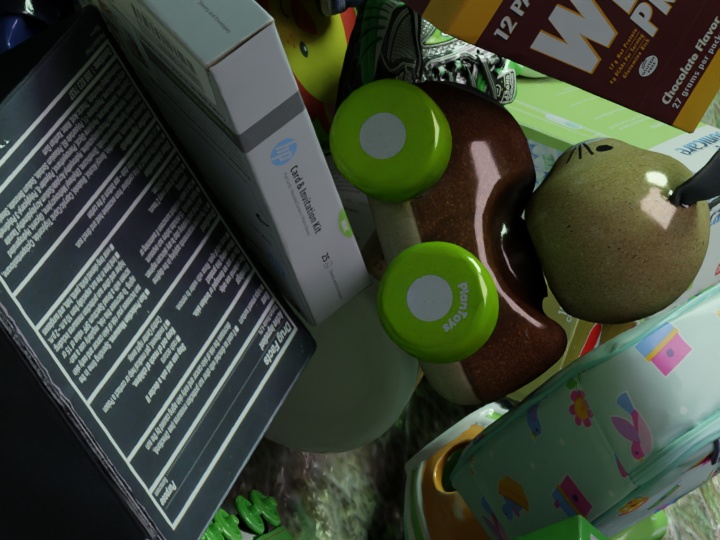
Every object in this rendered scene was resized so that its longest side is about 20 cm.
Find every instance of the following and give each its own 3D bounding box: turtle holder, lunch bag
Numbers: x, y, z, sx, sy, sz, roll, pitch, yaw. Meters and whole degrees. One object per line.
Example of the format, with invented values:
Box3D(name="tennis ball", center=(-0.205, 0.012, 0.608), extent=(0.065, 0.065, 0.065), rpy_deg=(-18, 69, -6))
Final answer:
Box3D(name="turtle holder", center=(0.099, 0.138, 1.594), extent=(0.132, 0.141, 0.185), rpy_deg=(54, 36, 10))
Box3D(name="lunch bag", center=(0.150, 0.071, 1.434), extent=(0.160, 0.200, 0.077), rpy_deg=(-22, 78, -35))

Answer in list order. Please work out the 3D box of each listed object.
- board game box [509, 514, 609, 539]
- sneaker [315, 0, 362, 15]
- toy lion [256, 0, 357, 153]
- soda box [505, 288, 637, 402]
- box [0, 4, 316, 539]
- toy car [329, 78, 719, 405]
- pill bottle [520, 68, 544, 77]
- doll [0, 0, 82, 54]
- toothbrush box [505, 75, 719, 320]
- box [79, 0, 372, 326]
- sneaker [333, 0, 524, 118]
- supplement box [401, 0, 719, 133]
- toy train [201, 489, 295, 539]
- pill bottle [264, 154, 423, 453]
Box3D(name="board game box", center=(0.068, 0.201, 1.436), extent=(0.153, 0.200, 0.040), rpy_deg=(40, 39, -37))
Box3D(name="sneaker", center=(0.016, -0.199, 1.581), extent=(0.200, 0.089, 0.079), rpy_deg=(110, -28, -69))
Box3D(name="toy lion", center=(-0.053, -0.127, 1.620), extent=(0.192, 0.068, 0.201), rpy_deg=(48, 34, -42))
Box3D(name="soda box", center=(0.106, 0.043, 1.661), extent=(0.200, 0.064, 0.068), rpy_deg=(20, 90, -76))
Box3D(name="box", center=(-0.144, 0.024, 1.295), extent=(0.199, 0.123, 0.200), rpy_deg=(56, 30, -15))
Box3D(name="toy car", center=(0.107, -0.034, 1.388), extent=(0.164, 0.199, 0.158), rpy_deg=(35, 38, -75))
Box3D(name="pill bottle", center=(0.064, -0.208, 1.735), extent=(0.200, 0.113, 0.112), rpy_deg=(39, 15, 33))
Box3D(name="doll", center=(-0.163, -0.130, 1.446), extent=(0.136, 0.048, 0.201), rpy_deg=(15, 52, -67))
Box3D(name="toothbrush box", center=(0.117, -0.057, 1.691), extent=(0.146, 0.199, 0.086), rpy_deg=(-24, 132, -62))
Box3D(name="box", center=(-0.073, -0.084, 1.339), extent=(0.156, 0.041, 0.200), rpy_deg=(46, -15, 36))
Box3D(name="sneaker", center=(0.041, -0.112, 1.573), extent=(0.200, 0.085, 0.078), rpy_deg=(-52, 156, -59))
Box3D(name="supplement box", center=(0.076, -0.188, 1.406), extent=(0.200, 0.133, 0.197), rpy_deg=(17, 18, -47))
Box3D(name="toy train", center=(-0.067, 0.143, 1.365), extent=(0.056, 0.042, 0.200), rpy_deg=(53, 12, 5))
Box3D(name="pill bottle", center=(0.000, 0.000, 1.552), extent=(0.115, 0.114, 0.200), rpy_deg=(57, 31, -16))
